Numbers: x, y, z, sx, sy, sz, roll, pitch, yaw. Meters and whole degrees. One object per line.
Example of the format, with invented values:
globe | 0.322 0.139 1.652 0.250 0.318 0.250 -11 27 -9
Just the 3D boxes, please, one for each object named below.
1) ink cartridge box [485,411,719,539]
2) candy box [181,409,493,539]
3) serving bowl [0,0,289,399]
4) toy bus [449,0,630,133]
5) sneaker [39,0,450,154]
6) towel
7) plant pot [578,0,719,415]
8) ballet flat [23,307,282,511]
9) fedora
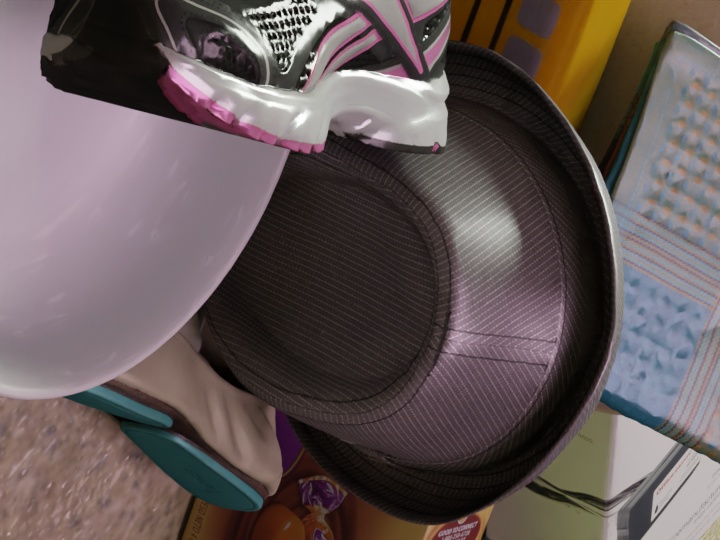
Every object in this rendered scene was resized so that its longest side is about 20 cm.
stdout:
ink cartridge box | 0.142 0.086 1.171 0.144 0.084 0.201 -39 144 -34
candy box | 0.003 0.069 0.903 0.056 0.116 0.202 -7 121 -54
serving bowl | -0.098 -0.064 0.672 0.200 0.065 0.202 -38 139 -42
toy bus | 0.064 -0.114 0.838 0.065 0.078 0.201 -33 148 -54
sneaker | -0.027 -0.086 0.647 0.200 0.080 0.087 -9 111 -69
towel | 0.168 0.009 0.874 0.199 0.022 0.148 28 84 -26
plant pot | 0.131 -0.054 0.949 0.200 0.199 0.185 -16 117 -52
ballet flat | -0.079 0.035 0.808 0.070 0.069 0.200 -56 154 -8
fedora | 0.000 0.000 0.779 0.090 0.200 0.178 7 112 -44
